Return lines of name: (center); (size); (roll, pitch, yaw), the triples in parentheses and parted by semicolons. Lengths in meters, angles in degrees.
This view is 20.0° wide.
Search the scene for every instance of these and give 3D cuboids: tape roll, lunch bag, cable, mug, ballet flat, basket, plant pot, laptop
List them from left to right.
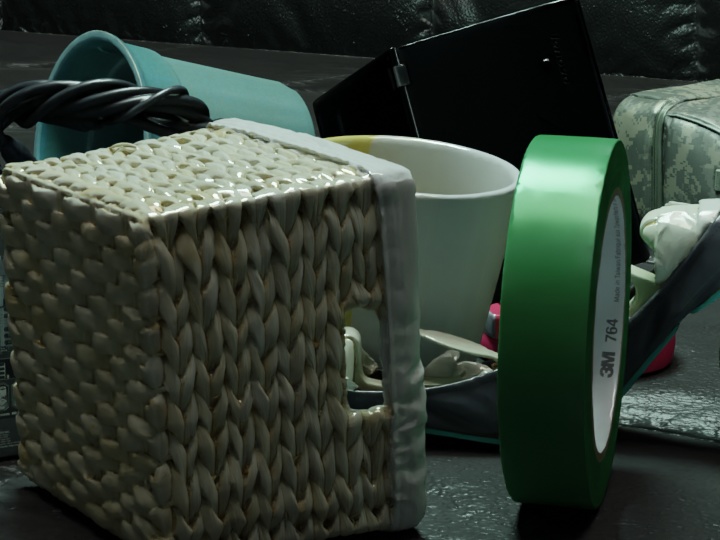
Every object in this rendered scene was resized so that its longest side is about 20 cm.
cable: (-0.180, -0.087, 1.374); (0.162, 0.051, 0.200); (20, -29, -22)
plant pot: (-0.156, -0.101, 1.798); (0.195, 0.202, 0.200); (3, 8, -36)
basket: (-0.080, 0.036, 1.083); (0.160, 0.200, 0.199); (-11, 17, -32)
mug: (0.009, 0.000, 1.328); (0.186, 0.155, 0.149); (17, 21, 34)
ballet flat: (0.014, 0.068, 1.242); (0.198, 0.074, 0.073); (1, 11, 2)
laptop: (0.078, -0.065, 1.430); (0.115, 0.189, 0.200); (-11, -8, -30)
tape roll: (0.114, 0.028, 1.113); (0.048, 0.202, 0.200); (4, 12, 14)
ballet flat: (0.181, 0.007, 1.233); (0.073, 0.200, 0.073); (36, 24, -19)
lunch bag: (0.350, -0.100, 1.922); (0.199, 0.141, 0.167); (-11, 16, -43)

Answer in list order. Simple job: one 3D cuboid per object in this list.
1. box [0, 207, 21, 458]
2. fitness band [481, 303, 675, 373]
box: (-0.153, 0.022, 1.232); (0.199, 0.159, 0.051); (-7, 14, -32)
fitness band: (0.150, 0.040, 1.487); (0.142, 0.038, 0.200); (2, 12, -10)
